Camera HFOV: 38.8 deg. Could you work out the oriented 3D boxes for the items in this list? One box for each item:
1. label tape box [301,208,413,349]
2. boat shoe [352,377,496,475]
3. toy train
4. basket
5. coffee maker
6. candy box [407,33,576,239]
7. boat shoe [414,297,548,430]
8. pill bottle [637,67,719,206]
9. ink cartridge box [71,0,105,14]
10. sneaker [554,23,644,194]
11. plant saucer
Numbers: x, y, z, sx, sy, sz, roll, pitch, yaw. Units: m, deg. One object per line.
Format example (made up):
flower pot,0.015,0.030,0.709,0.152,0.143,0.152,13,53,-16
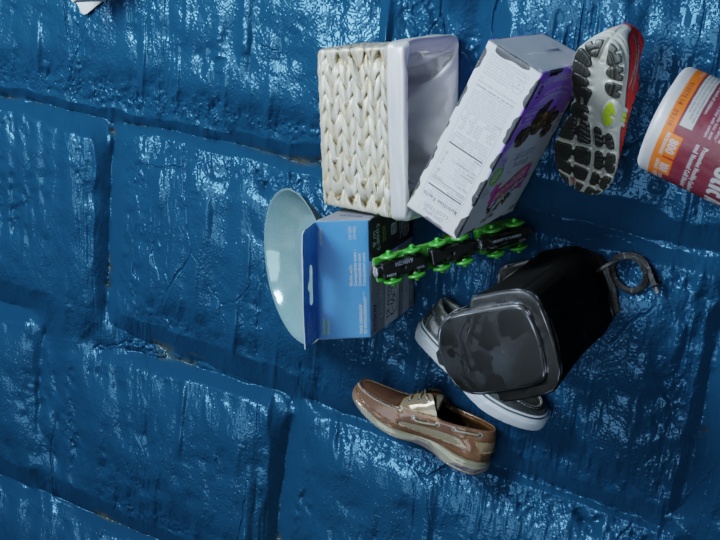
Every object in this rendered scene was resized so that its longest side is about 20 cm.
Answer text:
label tape box,0.000,0.000,1.219,0.065,0.200,0.145,5,107,22
boat shoe,0.085,0.183,1.306,0.199,0.076,0.072,26,112,10
toy train,0.102,-0.024,1.178,0.056,0.198,0.042,-153,50,-70
basket,0.033,-0.171,1.193,0.122,0.135,0.202,9,109,31
coffee maker,0.202,0.045,1.121,0.192,0.200,0.135,-41,84,31
candy box,0.153,-0.149,1.110,0.071,0.167,0.201,35,119,17
boat shoe,0.152,0.112,1.243,0.200,0.072,0.071,38,123,16
pill bottle,0.391,-0.112,1.021,0.199,0.114,0.115,30,117,19
ink cartridge box,-0.354,-0.439,1.365,0.199,0.067,0.117,-28,90,32
sneaker,0.267,-0.170,1.097,0.077,0.085,0.201,31,139,26
plant saucer,-0.069,-0.007,1.317,0.201,0.038,0.203,31,125,57
